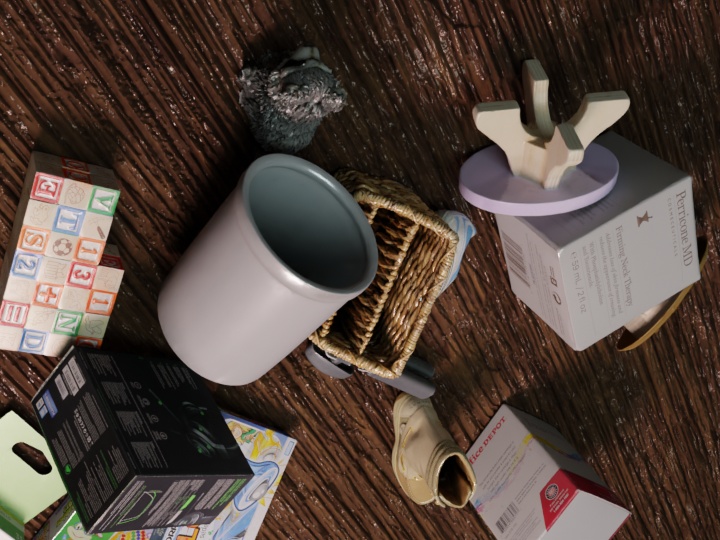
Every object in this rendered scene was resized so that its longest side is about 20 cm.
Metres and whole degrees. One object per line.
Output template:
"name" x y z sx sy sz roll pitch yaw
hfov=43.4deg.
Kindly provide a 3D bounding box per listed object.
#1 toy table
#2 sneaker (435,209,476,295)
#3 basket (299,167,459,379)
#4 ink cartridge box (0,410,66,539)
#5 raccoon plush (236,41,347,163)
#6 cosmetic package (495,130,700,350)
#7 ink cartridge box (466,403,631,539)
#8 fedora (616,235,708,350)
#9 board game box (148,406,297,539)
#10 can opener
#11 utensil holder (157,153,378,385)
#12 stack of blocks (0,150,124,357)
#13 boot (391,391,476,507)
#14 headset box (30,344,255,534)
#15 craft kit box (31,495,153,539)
"toy table" 0.218 -0.151 1.074 0.196 0.185 0.119 -15 136 -13
"sneaker" 0.084 0.016 1.161 0.072 0.072 0.202 15 113 -39
"basket" 0.000 0.000 1.061 0.140 0.149 0.203 13 112 -30
"ink cartridge box" -0.442 0.275 1.061 0.198 0.048 0.146 -34 126 2
"raccoon plush" -0.062 -0.143 0.959 0.095 0.134 0.203 -18 123 -16
"cosmetic package" 0.303 -0.043 1.171 0.197 0.167 0.169 -28 126 -9
"ink cartridge box" 0.263 0.328 1.340 0.143 0.200 0.146 27 105 -37
"fedora" 0.406 0.017 1.284 0.081 0.201 0.202 37 100 4
"board game box" -0.178 0.288 1.164 0.134 0.034 0.203 27 83 -37
"can opener" 0.014 0.126 1.209 0.198 0.054 0.066 28 135 -35
"utensil holder" -0.105 0.006 0.964 0.168 0.173 0.200 20 133 -32
"stack of blocks" -0.313 -0.011 0.960 0.113 0.059 0.203 11 112 -30
"boot" 0.104 0.285 1.265 0.071 0.156 0.204 -14 123 -17
"headset box" -0.233 0.187 1.003 0.093 0.175 0.199 -47 150 17
"craft kit box" -0.295 0.336 1.174 0.199 0.049 0.199 35 96 -36
